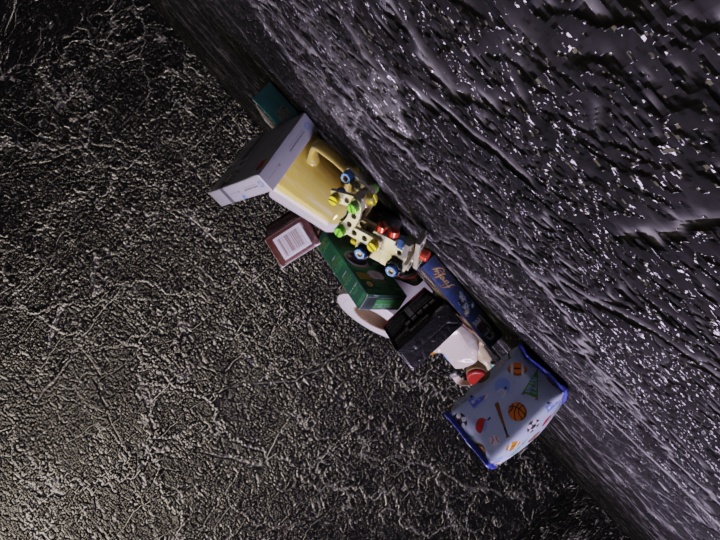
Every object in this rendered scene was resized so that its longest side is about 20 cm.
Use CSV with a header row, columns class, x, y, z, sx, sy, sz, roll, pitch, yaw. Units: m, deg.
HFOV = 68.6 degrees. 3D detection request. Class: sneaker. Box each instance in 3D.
class,x,y,z,sx,sy,sz,roll,pitch,yaw
sneaker,0.070,-0.037,1.126,0.201,0.071,0.098,47,178,38
sneaker,0.030,-0.089,0.993,0.104,0.060,0.200,43,-178,15

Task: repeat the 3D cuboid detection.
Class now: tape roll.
class,x,y,z,sx,sy,sz,roll,pitch,yaw
tape roll,0.060,0.057,1.257,0.200,0.141,0.203,26,160,10

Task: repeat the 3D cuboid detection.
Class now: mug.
class,x,y,z,sx,sy,sz,roll,pitch,yaw
mug,-0.076,-0.153,1.007,0.152,0.150,0.187,39,-173,-3

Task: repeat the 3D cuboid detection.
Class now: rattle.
class,x,y,z,sx,sy,sz,roll,pitch,yaw
rattle,0.270,0.231,1.326,0.201,0.141,0.131,53,163,14

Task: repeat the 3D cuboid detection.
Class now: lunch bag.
class,x,y,z,sx,sy,sz,roll,pitch,yaw
lunch bag,0.239,0.227,0.861,0.124,0.169,0.200,50,-178,31

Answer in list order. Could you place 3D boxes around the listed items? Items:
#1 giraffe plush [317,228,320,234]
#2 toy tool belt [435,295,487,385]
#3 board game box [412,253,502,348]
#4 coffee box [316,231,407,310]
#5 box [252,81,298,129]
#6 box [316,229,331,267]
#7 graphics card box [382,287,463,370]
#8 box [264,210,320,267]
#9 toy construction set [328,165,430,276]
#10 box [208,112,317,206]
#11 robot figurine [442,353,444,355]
class,x,y,z,sx,sy,sz,roll,pitch,yaw
giraffe plush,-0.001,-0.074,1.496,0.161,0.173,0.202,15,145,48
toy tool belt,0.217,0.141,1.145,0.201,0.123,0.124,51,-150,-25
board game box,0.165,0.043,0.972,0.200,0.035,0.136,48,180,-15
coffee box,0.000,0.000,1.113,0.121,0.044,0.201,5,-142,-44
box,-0.166,-0.317,1.093,0.082,0.049,0.200,46,180,-6
box,-0.045,-0.099,1.298,0.050,0.161,0.200,17,-166,-23
graphics card box,0.112,0.104,1.009,0.051,0.125,0.200,48,180,-8
box,-0.150,-0.081,1.158,0.076,0.099,0.200,59,-179,-18
toy construction set,0.035,-0.064,0.832,0.199,0.091,0.133,40,139,28
box,-0.182,-0.200,0.967,0.041,0.158,0.198,44,151,-28
robot figurine,0.201,0.140,1.455,0.200,0.112,0.171,47,-146,-14
